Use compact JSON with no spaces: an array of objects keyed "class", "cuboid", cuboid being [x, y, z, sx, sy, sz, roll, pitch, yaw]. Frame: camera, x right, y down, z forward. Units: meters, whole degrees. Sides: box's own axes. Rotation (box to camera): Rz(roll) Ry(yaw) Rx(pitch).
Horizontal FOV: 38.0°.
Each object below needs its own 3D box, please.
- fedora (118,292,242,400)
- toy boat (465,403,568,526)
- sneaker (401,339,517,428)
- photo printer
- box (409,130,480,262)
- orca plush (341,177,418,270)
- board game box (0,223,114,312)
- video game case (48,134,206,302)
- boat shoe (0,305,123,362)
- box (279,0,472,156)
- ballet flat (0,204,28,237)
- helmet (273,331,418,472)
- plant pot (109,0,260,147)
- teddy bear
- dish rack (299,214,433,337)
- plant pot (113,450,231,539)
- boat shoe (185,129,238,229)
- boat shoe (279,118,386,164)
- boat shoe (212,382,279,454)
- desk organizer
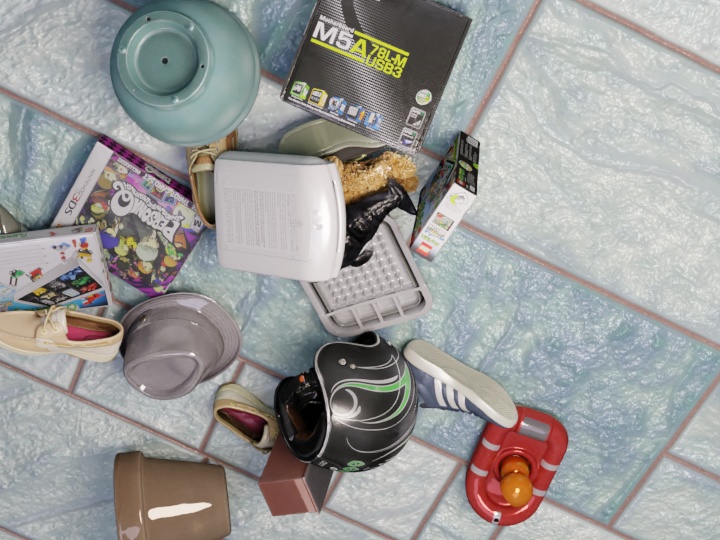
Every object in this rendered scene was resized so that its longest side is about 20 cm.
[{"class":"fedora","cuboid":[-0.286,0.131,1.598,0.199,0.091,0.177,-18,124,20]},{"class":"toy boat","cuboid":[0.237,0.313,1.606,0.130,0.131,0.201,18,117,-1]},{"class":"sneaker","cuboid":[0.141,0.189,1.587,0.200,0.075,0.085,34,119,11]},{"class":"photo printer","cuboid":[-0.104,-0.072,1.394,0.199,0.069,0.167,7,105,37]},{"class":"box","cuboid":[0.114,-0.102,1.385,0.035,0.200,0.110,30,116,-7]},{"class":"orca plush","cuboid":[-0.010,-0.034,1.418,0.199,0.071,0.105,-25,124,21]},{"class":"board game box","cuboid":[-0.477,0.004,1.552,0.199,0.035,0.127,-7,119,-2]},{"class":"video game case","cuboid":[-0.339,-0.074,1.553,0.200,0.036,0.182,33,117,-9]},{"class":"boat shoe","cuboid":[-0.446,0.083,1.542,0.199,0.074,0.069,10,136,-31]},{"class":"box","cuboid":[0.019,-0.275,1.367,0.199,0.048,0.194,23,97,-3]},{"class":"ballet flat","cuboid":[-0.514,-0.012,1.602,0.063,0.067,0.201,-10,118,-18]},{"class":"helmet","cuboid":[-0.009,0.190,1.516,0.190,0.200,0.201,-2,123,-35]},{"class":"plant pot","cuboid":[-0.239,-0.264,1.356,0.199,0.134,0.202,0,94,5]},{"class":"teddy bear","cuboid":[-0.014,-0.114,1.445,0.199,0.145,0.067,-6,76,-10]},{"class":"dish rack","cuboid":[0.000,0.000,1.518,0.171,0.044,0.200,-16,127,16]},{"class":"plant pot","cuboid":[-0.301,0.388,1.700,0.174,0.200,0.201,-6,116,-8]},{"class":"boat shoe","cuboid":[-0.207,-0.154,1.461,0.075,0.074,0.201,-8,101,4]},{"class":"boat shoe","cuboid":[-0.011,-0.188,1.442,0.200,0.061,0.072,-15,78,12]},{"class":"boat shoe","cuboid":[-0.151,0.259,1.670,0.199,0.066,0.074,30,116,-7]},{"class":"desk organizer","cuboid":[-0.085,0.280,1.599,0.077,0.200,0.072,-10,118,19]}]
